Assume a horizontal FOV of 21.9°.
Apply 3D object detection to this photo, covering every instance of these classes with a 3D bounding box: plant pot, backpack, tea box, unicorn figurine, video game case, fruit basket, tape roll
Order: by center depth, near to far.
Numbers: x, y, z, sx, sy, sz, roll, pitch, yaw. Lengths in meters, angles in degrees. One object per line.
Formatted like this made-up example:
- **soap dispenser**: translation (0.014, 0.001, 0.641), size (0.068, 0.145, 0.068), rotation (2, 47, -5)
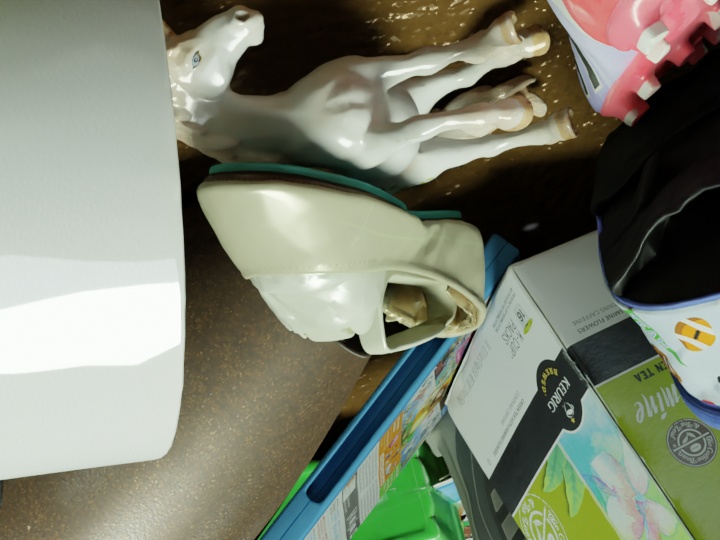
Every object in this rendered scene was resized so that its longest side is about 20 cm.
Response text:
- **tape roll**: translation (-0.108, -0.035, 0.603), size (0.070, 0.204, 0.203), rotation (-7, 149, -15)
- **unicorn figurine**: translation (0.003, -0.065, 0.723), size (0.136, 0.075, 0.200), rotation (-13, 157, 17)
- **backpack**: translation (0.193, -0.025, 0.747), size (0.189, 0.201, 0.155), rotation (-19, 118, 22)
- **plant pot**: translation (-0.097, 0.065, 0.816), size (0.200, 0.188, 0.187), rotation (-40, 144, 12)
- **tea box**: translation (0.181, 0.074, 0.867), size (0.198, 0.198, 0.134), rotation (-21, 153, -25)
- **video game case**: translation (0.007, 0.085, 0.885), size (0.201, 0.018, 0.143), rotation (-52, 168, -14)
- **fruit basket**: translation (-0.003, 0.168, 1.090), size (0.183, 0.095, 0.201), rotation (-14, 153, -2)

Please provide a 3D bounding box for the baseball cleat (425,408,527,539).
- **baseball cleat**: translation (0.096, 0.112, 0.936), size (0.106, 0.201, 0.070), rotation (-31, 142, 8)

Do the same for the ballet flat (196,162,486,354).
- **ballet flat**: translation (0.000, 0.000, 0.746), size (0.069, 0.070, 0.199), rotation (-29, 163, 23)

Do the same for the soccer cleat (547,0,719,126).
- **soccer cleat**: translation (0.097, -0.107, 0.703), size (0.067, 0.077, 0.200), rotation (-43, 172, 4)

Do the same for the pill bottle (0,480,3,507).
- **pill bottle**: translation (-0.195, 0.052, 0.704), size (0.111, 0.202, 0.112), rotation (-11, 150, -6)
